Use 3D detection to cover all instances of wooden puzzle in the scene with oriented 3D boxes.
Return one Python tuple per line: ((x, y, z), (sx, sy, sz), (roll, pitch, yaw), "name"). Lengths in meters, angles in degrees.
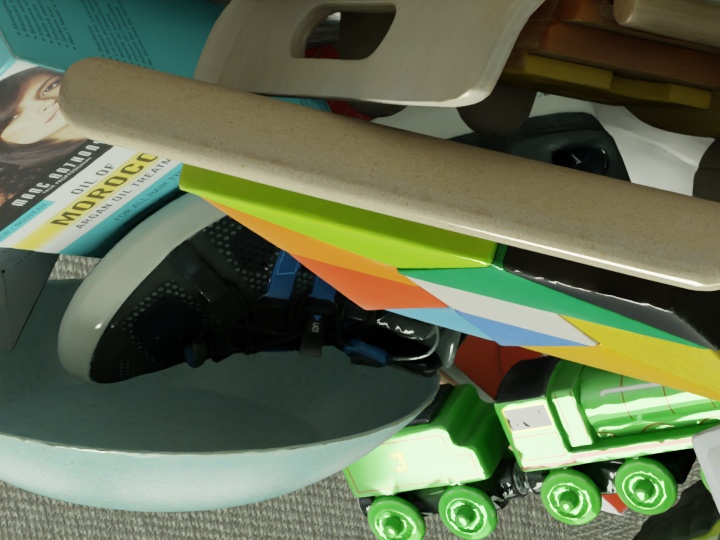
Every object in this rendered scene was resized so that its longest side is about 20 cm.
((0.042, -0.001, 0.657), (0.184, 0.037, 0.200), (14, 176, 25), "wooden puzzle")

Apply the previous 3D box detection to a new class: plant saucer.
((-0.073, 0.047, 0.887), (0.200, 0.039, 0.201), (3, -165, -1), "plant saucer")

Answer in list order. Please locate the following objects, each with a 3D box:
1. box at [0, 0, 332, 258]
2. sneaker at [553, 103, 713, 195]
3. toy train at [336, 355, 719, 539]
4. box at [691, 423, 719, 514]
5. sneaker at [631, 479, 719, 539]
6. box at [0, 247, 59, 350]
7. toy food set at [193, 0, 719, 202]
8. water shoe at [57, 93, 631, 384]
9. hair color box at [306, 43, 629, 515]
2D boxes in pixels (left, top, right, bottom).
((-0.088, -0.048, 0.786), (0.082, 0.049, 0.200), (-36, 162, 20), "box")
((0.113, 0.009, 0.916), (0.200, 0.089, 0.075), (32, 162, -6), "sneaker")
((0.080, 0.056, 0.887), (0.199, 0.057, 0.042), (-12, -157, 30), "toy train")
((0.200, 0.082, 0.592), (0.199, 0.177, 0.097), (-16, 172, -38), "box")
((0.178, 0.104, 0.870), (0.199, 0.085, 0.074), (-18, -167, 21), "sneaker")
((-0.205, -0.049, 0.857), (0.200, 0.060, 0.117), (32, -169, 26), "box")
((0.076, -0.035, 0.642), (0.199, 0.061, 0.143), (8, -179, -28), "toy food set")
((0.000, 0.000, 0.837), (0.199, 0.079, 0.072), (-26, 160, -11), "water shoe")
((0.028, 0.004, 0.975), (0.200, 0.061, 0.101), (41, 169, -13), "hair color box")
